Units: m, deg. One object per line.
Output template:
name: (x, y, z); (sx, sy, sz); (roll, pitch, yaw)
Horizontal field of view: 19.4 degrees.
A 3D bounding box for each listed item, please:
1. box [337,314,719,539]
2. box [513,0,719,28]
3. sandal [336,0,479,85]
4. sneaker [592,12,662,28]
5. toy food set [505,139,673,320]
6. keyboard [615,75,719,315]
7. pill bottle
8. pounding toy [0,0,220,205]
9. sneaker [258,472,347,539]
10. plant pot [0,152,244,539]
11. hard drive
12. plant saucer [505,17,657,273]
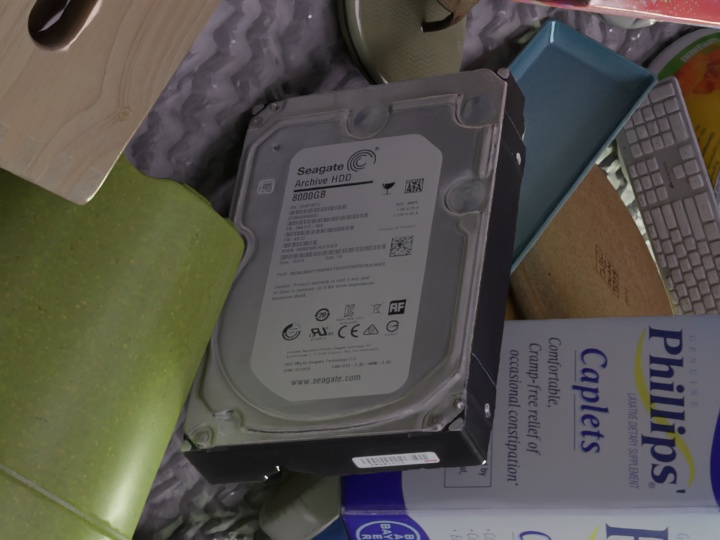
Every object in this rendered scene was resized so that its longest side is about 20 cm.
box: (0.102, 0.116, 1.031); (0.200, 0.105, 0.184); (-2, 145, 9)
box: (0.169, -0.168, 1.021); (0.200, 0.095, 0.103); (4, 100, -31)
sandal: (0.041, -0.171, 1.025); (0.080, 0.057, 0.201); (-12, 124, -37)
sneaker: (0.185, -0.218, 1.115); (0.200, 0.081, 0.083); (-49, 126, -10)
toy food set: (0.115, 0.011, 1.143); (0.049, 0.200, 0.198); (-26, 138, 24)
keyboard: (0.188, -0.008, 1.189); (0.011, 0.056, 0.200); (-17, 89, -34)
pill bottle: (0.251, -0.051, 1.191); (0.111, 0.200, 0.111); (-23, 131, -30)
pounding toy: (-0.152, -0.120, 0.787); (0.142, 0.184, 0.200); (28, 97, -48)
sneaker: (0.051, 0.114, 1.184); (0.200, 0.077, 0.111); (-42, 103, -8)
plant pot: (-0.147, 0.038, 0.919); (0.190, 0.200, 0.200); (-59, 140, -10)
hard drive: (0.000, 0.000, 0.974); (0.038, 0.140, 0.200); (56, 36, -47)
plant saucer: (0.083, -0.060, 1.082); (0.200, 0.070, 0.019); (-50, 167, -41)
